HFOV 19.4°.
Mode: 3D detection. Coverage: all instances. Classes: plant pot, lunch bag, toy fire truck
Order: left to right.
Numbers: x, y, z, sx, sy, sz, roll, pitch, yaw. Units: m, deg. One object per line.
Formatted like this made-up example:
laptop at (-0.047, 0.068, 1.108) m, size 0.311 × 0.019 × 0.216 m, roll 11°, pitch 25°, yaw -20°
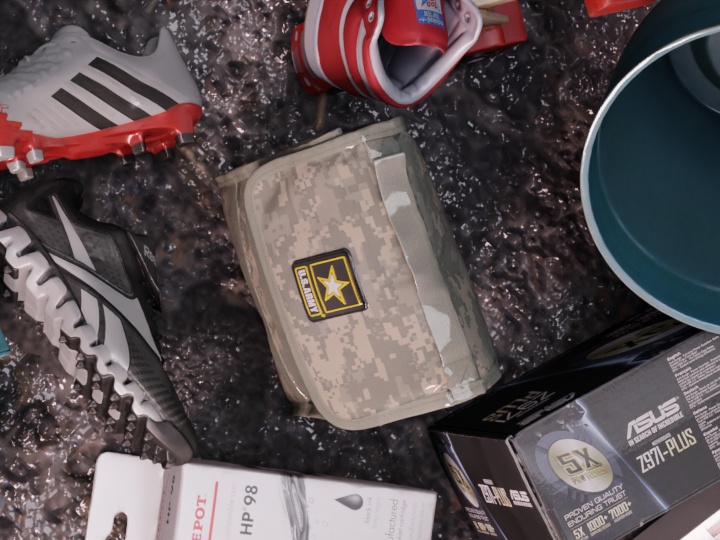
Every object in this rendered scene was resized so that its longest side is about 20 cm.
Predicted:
lunch bag at (0.000, 0.000, 1.224) m, size 0.117 × 0.200 × 0.164 m, roll -20°, pitch 94°, yaw -15°
toy fire truck at (0.066, -0.156, 1.277) m, size 0.200 × 0.141 × 0.049 m, roll -15°, pitch 90°, yaw -15°
plant pot at (0.233, -0.094, 1.215) m, size 0.200 × 0.188 × 0.200 m, roll 5°, pitch 123°, yaw 8°

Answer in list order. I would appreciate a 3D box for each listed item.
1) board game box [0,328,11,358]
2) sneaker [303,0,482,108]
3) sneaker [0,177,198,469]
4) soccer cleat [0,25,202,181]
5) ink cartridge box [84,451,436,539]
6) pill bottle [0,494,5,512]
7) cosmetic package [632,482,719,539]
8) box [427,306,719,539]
board game box at (-0.278, -0.028, 1.170) m, size 0.047 × 0.151 × 0.200 m, roll -23°, pitch 90°, yaw 11°
sneaker at (0.021, -0.188, 1.168) m, size 0.071 × 0.112 × 0.200 m, roll -4°, pitch 111°, yaw -25°
sneaker at (-0.145, 0.022, 1.238) m, size 0.090 × 0.066 × 0.200 m, roll -35°, pitch 76°, yaw -22°
soccer cleat at (-0.186, -0.101, 1.237) m, size 0.200 × 0.069 × 0.085 m, roll -8°, pitch 77°, yaw -32°
ink cartridge box at (-0.063, 0.177, 1.269) m, size 0.200 × 0.067 × 0.116 m, roll 8°, pitch 86°, yaw -14°
pill bottle at (-0.304, 0.103, 1.185) m, size 0.200 × 0.112 × 0.112 m, roll 39°, pitch 79°, yaw -11°
cosmetic package at (0.254, 0.160, 1.307) m, size 0.083 × 0.051 × 0.200 m, roll 42°, pitch 114°, yaw -12°
box at (0.163, 0.090, 1.282) m, size 0.200 × 0.164 × 0.086 m, roll -27°, pitch 95°, yaw -14°
